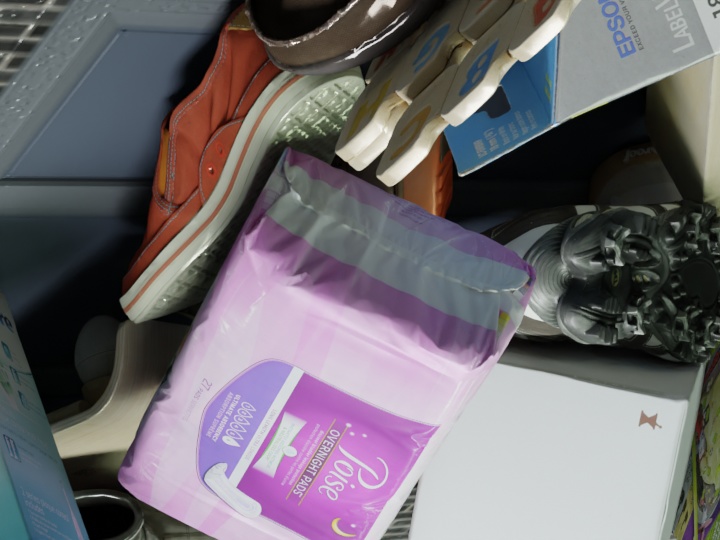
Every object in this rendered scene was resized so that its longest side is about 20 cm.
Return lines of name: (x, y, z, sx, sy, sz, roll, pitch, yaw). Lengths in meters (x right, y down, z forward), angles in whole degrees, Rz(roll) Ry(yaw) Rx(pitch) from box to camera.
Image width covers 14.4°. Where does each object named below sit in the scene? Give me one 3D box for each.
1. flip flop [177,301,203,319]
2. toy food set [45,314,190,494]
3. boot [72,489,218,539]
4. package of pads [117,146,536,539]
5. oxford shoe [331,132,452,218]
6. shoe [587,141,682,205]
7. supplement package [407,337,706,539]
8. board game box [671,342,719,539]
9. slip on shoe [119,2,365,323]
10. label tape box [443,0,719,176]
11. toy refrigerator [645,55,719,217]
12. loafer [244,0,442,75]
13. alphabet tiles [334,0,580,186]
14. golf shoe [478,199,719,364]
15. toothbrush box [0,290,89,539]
flip flop: (0.000, 0.000, 1.367, 0.200, 0.058, 0.081, -6, -172, -18)
toy food set: (-0.137, 0.071, 1.395, 0.200, 0.060, 0.143, -22, 160, 35)
boot: (-0.106, 0.134, 1.395, 0.200, 0.068, 0.131, -8, 166, 0)
package of pads: (-0.017, 0.046, 1.221, 0.120, 0.076, 0.200, 28, 138, -2)
oxford shoe: (0.002, 0.012, 1.302, 0.073, 0.071, 0.200, 5, 112, 7)
shoe: (0.149, 0.001, 1.502, 0.070, 0.053, 0.200, -20, 156, -4)
supplement package: (0.099, 0.089, 1.382, 0.117, 0.117, 0.200, 12, -171, 8)
board game box: (0.198, 0.048, 1.446, 0.032, 0.200, 0.120, 12, -168, -7)
slip on shoe: (-0.059, -0.044, 1.229, 0.074, 0.061, 0.200, -21, 157, -35)
label tape box: (0.111, -0.122, 1.117, 0.200, 0.063, 0.144, -24, -163, 4)
toy refrigerator: (0.177, -0.100, 1.305, 0.076, 0.070, 0.200, -24, 158, -5)
loafer: (0.015, -0.153, 1.072, 0.071, 0.073, 0.200, 17, 131, -39)
alphabet tiles: (0.061, -0.120, 1.071, 0.015, 0.196, 0.200, 37, 130, -13)
golf shoe: (0.110, 0.000, 1.326, 0.094, 0.078, 0.200, 5, 176, 28)
toothbrush box: (-0.207, 0.109, 1.250, 0.146, 0.200, 0.085, -25, 154, 8)
